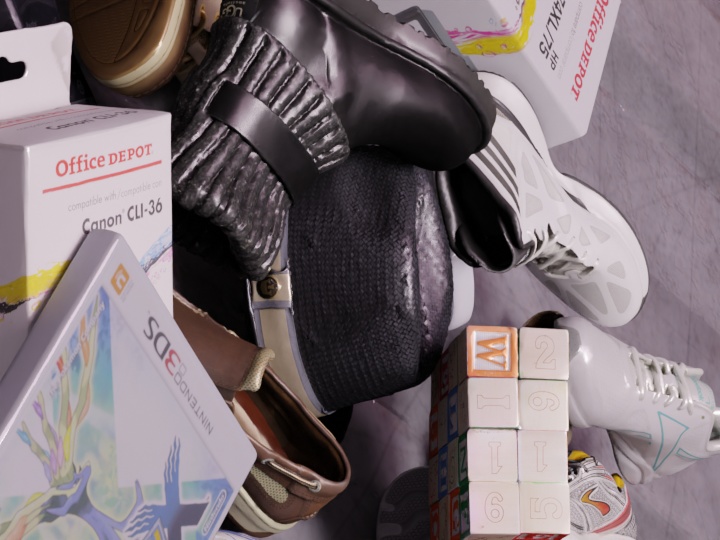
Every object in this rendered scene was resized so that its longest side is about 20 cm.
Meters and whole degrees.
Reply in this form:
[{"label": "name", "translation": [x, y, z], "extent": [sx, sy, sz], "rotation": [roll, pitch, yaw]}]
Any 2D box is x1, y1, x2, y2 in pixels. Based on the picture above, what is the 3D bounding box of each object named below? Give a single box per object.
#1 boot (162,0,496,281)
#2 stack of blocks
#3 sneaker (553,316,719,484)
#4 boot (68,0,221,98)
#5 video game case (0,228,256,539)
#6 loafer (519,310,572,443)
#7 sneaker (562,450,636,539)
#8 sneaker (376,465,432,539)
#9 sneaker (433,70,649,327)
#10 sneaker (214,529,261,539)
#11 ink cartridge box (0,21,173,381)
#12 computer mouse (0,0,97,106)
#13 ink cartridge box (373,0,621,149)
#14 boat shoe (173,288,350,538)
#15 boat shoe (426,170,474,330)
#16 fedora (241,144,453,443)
[{"label": "boot", "translation": [-0.024, -0.061, 1.352], "extent": [0.211, 0.079, 0.159], "rotation": [31, 69, -39]}, {"label": "stack of blocks", "translation": [0.077, 0.141, 1.436], "extent": [0.115, 0.058, 0.201], "rotation": [126, -34, -74]}, {"label": "sneaker", "translation": [0.179, 0.075, 1.629], "extent": [0.200, 0.080, 0.071], "rotation": [41, 41, -55]}, {"label": "boot", "translation": [-0.094, -0.128, 1.407], "extent": [0.156, 0.072, 0.201], "rotation": [56, 16, -38]}, {"label": "video game case", "translation": [-0.129, 0.114, 1.203], "extent": [0.201, 0.022, 0.183], "rotation": [-62, 144, -29]}, {"label": "loafer", "translation": [0.100, 0.081, 1.636], "extent": [0.068, 0.076, 0.200], "rotation": [66, 21, -8]}, {"label": "sneaker", "translation": [0.117, 0.155, 1.618], "extent": [0.200, 0.077, 0.083], "rotation": [22, 61, -62]}, {"label": "sneaker", "translation": [0.061, 0.215, 1.525], "extent": [0.082, 0.074, 0.201], "rotation": [103, -34, -84]}, {"label": "sneaker", "translation": [0.101, -0.014, 1.559], "extent": [0.201, 0.075, 0.116], "rotation": [50, 36, -25]}, {"label": "sneaker", "translation": [-0.031, 0.171, 1.363], "extent": [0.200, 0.088, 0.076], "rotation": [15, 64, -53]}, {"label": "ink cartridge box", "translation": [-0.148, -0.013, 1.225], "extent": [0.116, 0.067, 0.201], "rotation": [-20, 113, -56]}, {"label": "computer mouse", "translation": [-0.177, -0.126, 1.339], "extent": [0.140, 0.046, 0.201], "rotation": [-54, 124, -72]}, {"label": "ink cartridge box", "translation": [0.046, -0.178, 1.611], "extent": [0.200, 0.145, 0.147], "rotation": [52, 36, -29]}, {"label": "boat shoe", "translation": [-0.077, 0.053, 1.355], "extent": [0.202, 0.075, 0.075], "rotation": [49, 37, -26]}, {"label": "boat shoe", "translation": [0.015, -0.043, 1.568], "extent": [0.066, 0.070, 0.201], "rotation": [-28, 122, -21]}, {"label": "fedora", "translation": [0.000, 0.000, 1.454], "extent": [0.200, 0.091, 0.202], "rotation": [-5, 90, -72]}]
